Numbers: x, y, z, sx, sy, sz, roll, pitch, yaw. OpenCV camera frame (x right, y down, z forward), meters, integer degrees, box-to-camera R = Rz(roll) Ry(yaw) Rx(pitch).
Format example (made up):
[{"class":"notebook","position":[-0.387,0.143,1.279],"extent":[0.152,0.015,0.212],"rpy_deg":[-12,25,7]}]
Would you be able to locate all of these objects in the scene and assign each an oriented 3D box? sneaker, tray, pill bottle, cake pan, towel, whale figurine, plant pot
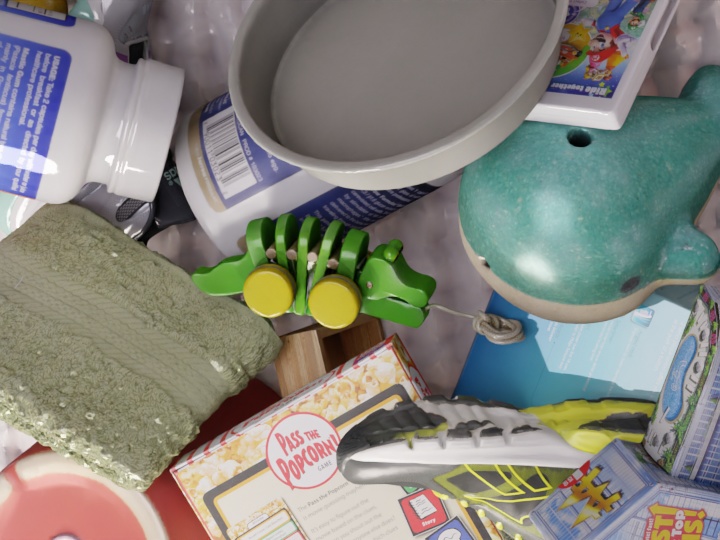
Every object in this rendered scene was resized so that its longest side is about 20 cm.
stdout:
[{"class":"sneaker","position":[-0.133,-0.080,1.802],"extent":[0.140,0.078,0.201],"rpy_deg":[30,116,14]},{"class":"tray","position":[0.000,0.130,1.756],"extent":[0.037,0.099,0.201],"rpy_deg":[-13,92,24]},{"class":"pill bottle","position":[-0.209,-0.102,1.708],"extent":[0.199,0.112,0.113],"rpy_deg":[15,104,-7]},{"class":"cake pan","position":[0.025,-0.123,1.601],"extent":[0.199,0.037,0.201],"rpy_deg":[-14,49,16]},{"class":"sneaker","position":[0.085,0.120,1.614],"extent":[0.199,0.075,0.085],"rpy_deg":[1,106,-4]},{"class":"towel","position":[-0.160,0.040,1.714],"extent":[0.200,0.148,0.037],"rpy_deg":[30,152,28]},{"class":"whale figurine","position":[0.149,-0.060,1.624],"extent":[0.199,0.104,0.159],"rpy_deg":[-29,58,-19]},{"class":"pill bottle","position":[-0.001,-0.086,1.722],"extent":[0.199,0.111,0.111],"rpy_deg":[-27,87,23]},{"class":"plant pot","position":[-0.139,0.163,1.775],"extent":[0.199,0.177,0.201],"rpy_deg":[3,97,22]}]

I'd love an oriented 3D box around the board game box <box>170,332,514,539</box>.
[{"class":"board game box","position":[0.005,0.161,1.676],"extent":[0.151,0.046,0.201],"rpy_deg":[-29,94,7]}]

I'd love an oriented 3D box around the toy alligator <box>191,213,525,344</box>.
[{"class":"toy alligator","position":[0.000,0.000,1.670],"extent":[0.199,0.059,0.055],"rpy_deg":[9,112,13]}]

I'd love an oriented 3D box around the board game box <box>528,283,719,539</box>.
[{"class":"board game box","position":[0.204,0.118,1.579],"extent":[0.199,0.062,0.201],"rpy_deg":[12,107,-23]}]

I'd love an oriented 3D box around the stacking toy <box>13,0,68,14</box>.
[{"class":"stacking toy","position":[-0.234,-0.156,1.809],"extent":[0.200,0.146,0.146],"rpy_deg":[-35,83,10]}]

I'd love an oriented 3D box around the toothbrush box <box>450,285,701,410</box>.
[{"class":"toothbrush box","position":[0.164,0.077,1.689],"extent":[0.199,0.085,0.147],"rpy_deg":[25,105,18]}]

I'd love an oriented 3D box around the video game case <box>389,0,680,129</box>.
[{"class":"video game case","position":[0.117,-0.167,1.631],"extent":[0.143,0.018,0.200],"rpy_deg":[9,57,31]}]
